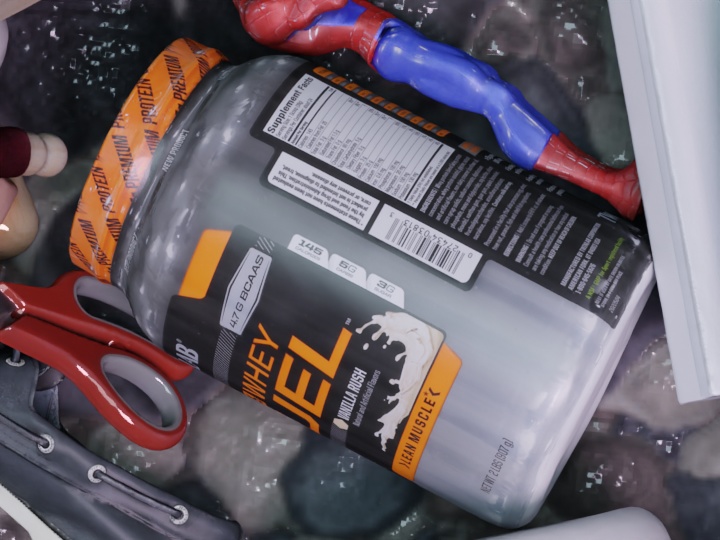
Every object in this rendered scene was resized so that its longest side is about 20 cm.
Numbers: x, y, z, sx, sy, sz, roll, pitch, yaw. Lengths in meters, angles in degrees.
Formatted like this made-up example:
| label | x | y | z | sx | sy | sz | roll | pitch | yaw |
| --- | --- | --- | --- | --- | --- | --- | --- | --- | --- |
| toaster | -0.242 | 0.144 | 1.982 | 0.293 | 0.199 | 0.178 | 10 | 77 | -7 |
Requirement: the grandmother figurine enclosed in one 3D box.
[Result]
| label | x | y | z | sx | sy | sz | roll | pitch | yaw |
| --- | --- | --- | --- | --- | --- | --- | --- | --- | --- |
| grandmother figurine | -0.167 | -0.029 | 1.084 | 0.121 | 0.200 | 0.061 | -22 | 84 | 5 |

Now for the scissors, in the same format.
| label | x | y | z | sx | sy | sz | roll | pitch | yaw |
| --- | --- | --- | --- | --- | --- | --- | --- | --- | --- |
| scissors | -0.138 | 0.010 | 1.099 | 0.014 | 0.199 | 0.074 | -38 | 40 | 33 |

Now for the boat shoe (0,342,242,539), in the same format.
| label | x | y | z | sx | sy | sz | roll | pitch | yaw |
| --- | --- | --- | --- | --- | --- | --- | --- | --- | --- |
| boat shoe | -0.127 | 0.059 | 1.139 | 0.199 | 0.075 | 0.066 | 41 | 86 | 10 |

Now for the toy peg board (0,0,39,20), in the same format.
| label | x | y | z | sx | sy | sz | roll | pitch | yaw |
| --- | --- | --- | --- | --- | --- | --- | --- | --- | --- |
| toy peg board | -0.161 | -0.187 | 1.003 | 0.198 | 0.098 | 0.201 | -27 | 61 | -4 |

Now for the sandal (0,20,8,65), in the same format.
| label | x | y | z | sx | sy | sz | roll | pitch | yaw |
| --- | --- | --- | --- | --- | --- | --- | --- | --- | --- |
| sandal | -0.236 | -0.068 | 1.155 | 0.202 | 0.050 | 0.083 | -27 | 40 | -2 |

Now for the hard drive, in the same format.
| label | x | y | z | sx | sy | sz | roll | pitch | yaw |
| --- | --- | --- | --- | --- | --- | --- | --- | --- | --- |
| hard drive | 0.155 | -0.058 | 1.100 | 0.131 | 0.027 | 0.202 | -6 | 84 | -35 |

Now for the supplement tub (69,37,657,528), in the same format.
| label | x | y | z | sx | sy | sz | roll | pitch | yaw |
| --- | --- | --- | --- | --- | --- | --- | --- | --- | --- |
| supplement tub | 0.000 | 0.000 | 1.103 | 0.199 | 0.123 | 0.123 | 27 | 89 | 8 |

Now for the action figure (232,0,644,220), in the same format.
| label | x | y | z | sx | sy | sz | roll | pitch | yaw |
| --- | --- | --- | --- | --- | --- | --- | --- | --- | --- |
| action figure | 0.033 | -0.104 | 1.136 | 0.199 | 0.065 | 0.100 | 23 | 96 | 6 |

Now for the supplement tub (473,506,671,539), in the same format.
| label | x | y | z | sx | sy | sz | roll | pitch | yaw |
| --- | --- | --- | --- | --- | --- | --- | --- | --- | --- |
| supplement tub | 0.062 | 0.196 | 1.072 | 0.143 | 0.144 | 0.202 | -12 | 85 | 5 |
